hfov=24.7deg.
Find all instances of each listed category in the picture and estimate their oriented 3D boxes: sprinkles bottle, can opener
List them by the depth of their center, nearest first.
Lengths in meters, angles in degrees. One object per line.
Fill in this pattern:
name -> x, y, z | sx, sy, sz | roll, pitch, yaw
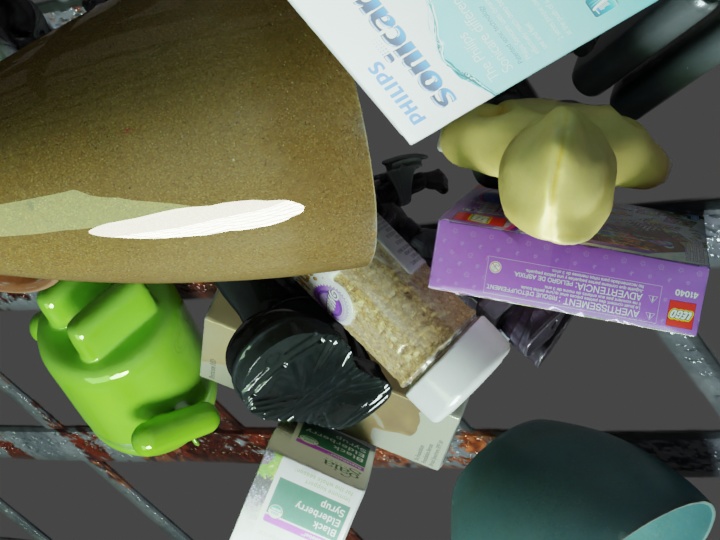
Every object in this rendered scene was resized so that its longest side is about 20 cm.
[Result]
can opener -> 0.170, -0.122, 0.806 | 0.052, 0.067, 0.200 | 32, 154, -14
sprinkles bottle -> 0.000, 0.000, 1.002 | 0.200, 0.068, 0.068 | 45, 150, 4

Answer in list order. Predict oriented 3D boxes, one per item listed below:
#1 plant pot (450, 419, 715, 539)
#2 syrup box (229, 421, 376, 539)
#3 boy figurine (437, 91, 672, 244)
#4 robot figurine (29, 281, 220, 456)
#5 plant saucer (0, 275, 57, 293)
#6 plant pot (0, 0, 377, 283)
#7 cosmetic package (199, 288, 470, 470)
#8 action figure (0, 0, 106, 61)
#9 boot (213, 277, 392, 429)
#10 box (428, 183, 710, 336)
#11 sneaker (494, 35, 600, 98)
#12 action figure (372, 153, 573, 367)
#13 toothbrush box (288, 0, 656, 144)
plant pot -> 0.144, 0.191, 1.224 | 0.135, 0.199, 0.201 | 50, 162, 29
syrup box -> -0.036, 0.156, 1.260 | 0.078, 0.082, 0.200 | 23, -169, 1
boy figurine -> 0.103, -0.057, 0.846 | 0.123, 0.065, 0.200 | 7, -169, -2
robot figurine -> -0.180, 0.069, 1.293 | 0.175, 0.116, 0.200 | 38, 162, 33
plant saucer -> -0.284, -0.053, 1.099 | 0.199, 0.038, 0.201 | 17, 153, 9
plant pot -> -0.113, -0.070, 0.872 | 0.199, 0.187, 0.187 | -14, 151, -11
cosmetic package -> -0.015, 0.066, 1.218 | 0.199, 0.071, 0.105 | 20, 151, 5
action figure -> -0.199, -0.131, 0.961 | 0.200, 0.130, 0.069 | 49, 130, -6
boot -> -0.063, 0.017, 1.068 | 0.163, 0.073, 0.198 | 55, -171, 23
box -> 0.119, -0.012, 0.900 | 0.136, 0.039, 0.200 | 11, -169, 10
sneaker -> 0.044, -0.131, 0.853 | 0.199, 0.083, 0.071 | -3, 141, 38
action figure -> 0.043, -0.011, 1.064 | 0.199, 0.070, 0.130 | 32, 159, 13
toothbrush box -> 0.060, -0.170, 0.699 | 0.199, 0.086, 0.146 | -31, 127, 20
